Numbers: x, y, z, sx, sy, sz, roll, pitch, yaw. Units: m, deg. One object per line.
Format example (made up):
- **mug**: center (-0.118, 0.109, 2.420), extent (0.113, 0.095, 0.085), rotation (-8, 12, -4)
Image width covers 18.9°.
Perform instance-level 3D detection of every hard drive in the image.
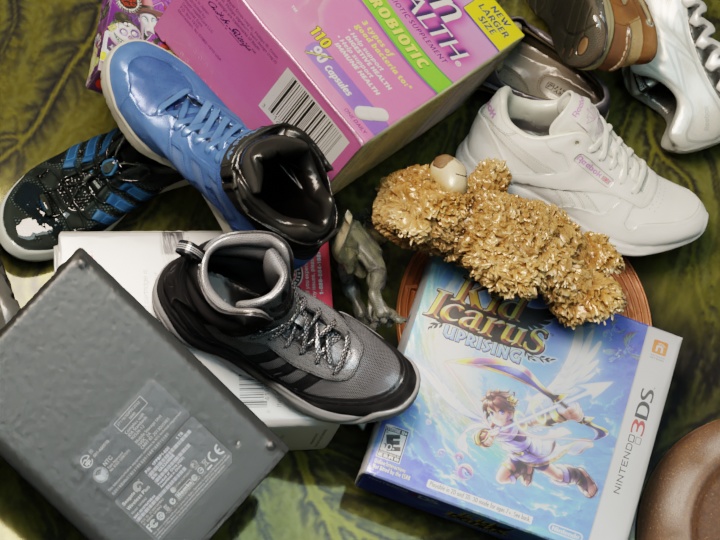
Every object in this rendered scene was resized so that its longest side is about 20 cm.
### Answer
- **hard drive**: center (-0.166, 0.103, 1.466), extent (0.200, 0.033, 0.140), rotation (44, 81, -5)

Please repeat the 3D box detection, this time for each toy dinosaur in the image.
- **toy dinosaur**: center (0.000, 0.000, 1.548), extent (0.047, 0.200, 0.089), rotation (-16, 92, 3)

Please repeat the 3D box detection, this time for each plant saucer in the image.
- **plant saucer**: center (0.304, 0.201, 1.599), extent (0.198, 0.037, 0.202), rotation (3, 72, -9)

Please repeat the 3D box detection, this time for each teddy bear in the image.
- **teddy bear**: center (0.108, -0.028, 1.557), extent (0.199, 0.067, 0.145), rotation (33, 39, 1)

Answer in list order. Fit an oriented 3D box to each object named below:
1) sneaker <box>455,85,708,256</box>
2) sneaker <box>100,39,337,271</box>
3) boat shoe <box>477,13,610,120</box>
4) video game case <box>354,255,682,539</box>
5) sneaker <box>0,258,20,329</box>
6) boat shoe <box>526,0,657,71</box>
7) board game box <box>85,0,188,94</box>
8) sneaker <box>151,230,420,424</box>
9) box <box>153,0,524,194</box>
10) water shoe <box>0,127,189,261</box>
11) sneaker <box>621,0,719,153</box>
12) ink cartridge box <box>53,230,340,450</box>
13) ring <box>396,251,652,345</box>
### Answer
- **sneaker**: center (0.174, -0.076, 1.632), extent (0.198, 0.100, 0.075), rotation (19, 42, -4)
- **sneaker**: center (-0.091, -0.089, 1.475), extent (0.077, 0.111, 0.201), rotation (-39, 93, -28)
- **boat shoe**: center (0.107, -0.170, 1.674), extent (0.199, 0.065, 0.072), rotation (30, 71, 2)
- **video game case**: center (0.117, 0.102, 1.576), extent (0.198, 0.045, 0.183), rotation (20, 68, -2)
- **sneaker**: center (-0.297, -0.013, 1.548), extent (0.079, 0.075, 0.202), rotation (-17, 76, -10)
- **boat shoe**: center (0.178, -0.218, 1.674), extent (0.073, 0.076, 0.201), rotation (8, 40, -20)
- **board game box**: center (-0.098, -0.151, 1.585), extent (0.199, 0.032, 0.121), rotation (20, 49, -21)
- **sneaker**: center (-0.046, 0.038, 1.464), extent (0.199, 0.114, 0.076), rotation (25, 69, -2)
- **box**: center (-0.013, -0.173, 1.568), extent (0.176, 0.097, 0.200), rotation (50, 49, 5)
- **water shoe**: center (-0.181, -0.079, 1.587), extent (0.199, 0.079, 0.072), rotation (-30, 78, -18)
- **sneaker**: center (0.236, -0.184, 1.702), extent (0.080, 0.075, 0.201), rotation (-24, 77, -7)
- **ink cartridge box**: center (-0.121, 0.052, 1.551), extent (0.198, 0.083, 0.147), rotation (-1, 72, -10)
- **ring**: center (0.126, 0.039, 1.632), extent (0.198, 0.019, 0.202), rotation (3, 71, -9)
